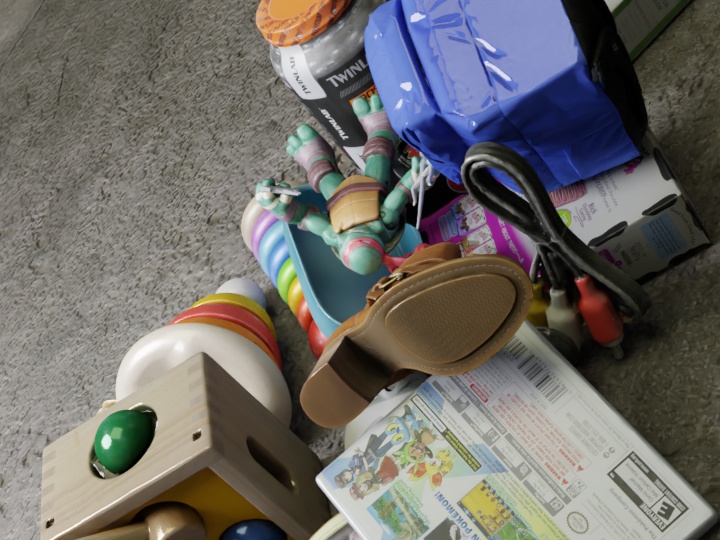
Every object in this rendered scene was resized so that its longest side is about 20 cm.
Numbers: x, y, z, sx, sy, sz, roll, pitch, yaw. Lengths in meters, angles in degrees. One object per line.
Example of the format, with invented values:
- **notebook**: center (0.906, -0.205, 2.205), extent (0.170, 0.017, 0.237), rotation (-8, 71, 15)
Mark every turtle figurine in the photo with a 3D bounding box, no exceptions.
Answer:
- **turtle figurine**: center (-0.006, -0.059, 1.107), extent (0.149, 0.101, 0.200), rotation (-10, 35, 1)

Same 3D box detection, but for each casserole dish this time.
- **casserole dish**: center (0.000, 0.000, 1.151), extent (0.200, 0.121, 0.039), rotation (-113, 33, -43)

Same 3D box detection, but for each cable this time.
- **cable**: center (0.134, -0.005, 0.959), extent (0.097, 0.200, 0.050), rotation (4, 55, 35)

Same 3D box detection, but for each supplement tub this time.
- **supplement tub**: center (0.002, -0.178, 1.248), extent (0.122, 0.200, 0.123), rotation (-25, 40, 23)

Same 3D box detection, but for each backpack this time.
- **backpack**: center (0.108, -0.145, 1.004), extent (0.167, 0.200, 0.163), rotation (-21, 68, 22)

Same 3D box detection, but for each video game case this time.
- **video game case**: center (0.097, 0.149, 0.913), extent (0.182, 0.022, 0.200), rotation (-40, 61, -4)

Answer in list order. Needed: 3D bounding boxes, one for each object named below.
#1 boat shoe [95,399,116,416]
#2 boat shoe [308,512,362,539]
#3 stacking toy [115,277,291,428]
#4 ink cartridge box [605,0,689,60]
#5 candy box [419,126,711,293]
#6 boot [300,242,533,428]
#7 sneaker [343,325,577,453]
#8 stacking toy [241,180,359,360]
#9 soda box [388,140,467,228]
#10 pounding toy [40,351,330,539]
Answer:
- **boat shoe**: center (-0.200, 0.145, 1.220), extent (0.074, 0.069, 0.200), rotation (0, 54, 42)
- **boat shoe**: center (0.030, 0.190, 0.962), extent (0.200, 0.073, 0.065), rotation (-40, 31, 3)
- **stacking toy**: center (-0.115, 0.069, 1.203), extent (0.146, 0.146, 0.200), rotation (-26, 20, 21)
- **ink cartridge box**: center (0.228, -0.250, 1.230), extent (0.200, 0.059, 0.104), rotation (-47, 38, -5)
- **candy box**: center (0.152, -0.030, 1.080), extent (0.200, 0.061, 0.137), rotation (-31, 38, 16)
- **boot**: center (0.054, 0.023, 0.974), extent (0.200, 0.077, 0.155), rotation (-42, 4, 34)
- **sneaker**: center (0.073, 0.109, 1.011), extent (0.200, 0.074, 0.089), rotation (-29, 42, 29)
- **stacking toy**: center (-0.037, 0.008, 1.207), extent (0.085, 0.085, 0.200), rotation (-37, 43, 7)
- **soda box**: center (0.101, -0.122, 1.163), extent (0.200, 0.071, 0.063), rotation (-50, 35, 20)
- **pounding toy**: center (-0.150, 0.180, 1.029), extent (0.184, 0.200, 0.142), rotation (-31, 38, 14)
